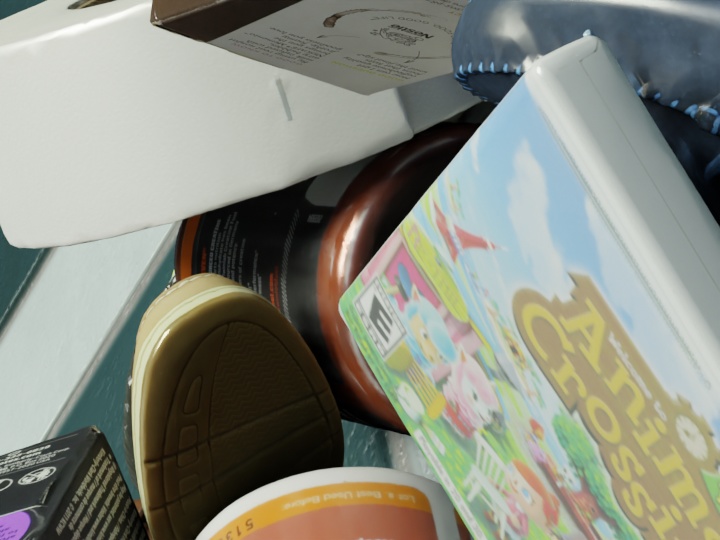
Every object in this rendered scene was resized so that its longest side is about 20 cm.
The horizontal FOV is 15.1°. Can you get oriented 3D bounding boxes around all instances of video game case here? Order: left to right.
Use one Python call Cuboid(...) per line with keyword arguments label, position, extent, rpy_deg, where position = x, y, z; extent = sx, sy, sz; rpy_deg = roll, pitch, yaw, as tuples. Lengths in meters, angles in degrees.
Cuboid(label="video game case", position=(0.072, 0.063, 0.657), extent=(0.200, 0.022, 0.182), rpy_deg=(60, 158, 8))

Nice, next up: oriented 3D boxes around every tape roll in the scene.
Cuboid(label="tape roll", position=(-0.039, -0.075, 0.927), extent=(0.202, 0.202, 0.071), rpy_deg=(6, 117, 65))

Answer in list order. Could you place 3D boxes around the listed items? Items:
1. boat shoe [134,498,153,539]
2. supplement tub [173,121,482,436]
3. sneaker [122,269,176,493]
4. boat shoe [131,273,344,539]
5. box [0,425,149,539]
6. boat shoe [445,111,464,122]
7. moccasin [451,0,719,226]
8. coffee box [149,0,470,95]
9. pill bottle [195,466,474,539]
Cuboid(label="boat shoe", position=(-0.074, 0.123, 1.062), extent=(0.200, 0.068, 0.072), rpy_deg=(-35, 41, 52))
Cuboid(label="supplement tub", position=(0.000, 0.000, 0.955), extent=(0.200, 0.107, 0.107), rpy_deg=(7, 78, 65))
Cuboid(label="sneaker", position=(-0.042, 0.008, 1.105), extent=(0.076, 0.075, 0.200), rpy_deg=(-14, -59, -74))
Cuboid(label="boat shoe", position=(-0.044, 0.073, 0.911), extent=(0.066, 0.074, 0.200), rpy_deg=(49, 158, 44))
Cuboid(label="box", position=(-0.111, 0.172, 0.878), extent=(0.122, 0.200, 0.106), rpy_deg=(-17, 15, 13))
Cuboid(label="boat shoe", position=(0.045, -0.145, 1.027), extent=(0.200, 0.059, 0.072), rpy_deg=(-60, 25, 21))
Cuboid(label="moccasin", position=(0.102, -0.029, 0.626), extent=(0.200, 0.080, 0.068), rpy_deg=(12, 88, 37))
Cuboid(label="coffee box", position=(0.036, -0.122, 0.708), extent=(0.200, 0.080, 0.113), rpy_deg=(-11, 68, 53))
Cuboid(label="pill bottle", position=(0.005, 0.163, 0.810), extent=(0.112, 0.112, 0.200), rpy_deg=(-55, 27, 30))
